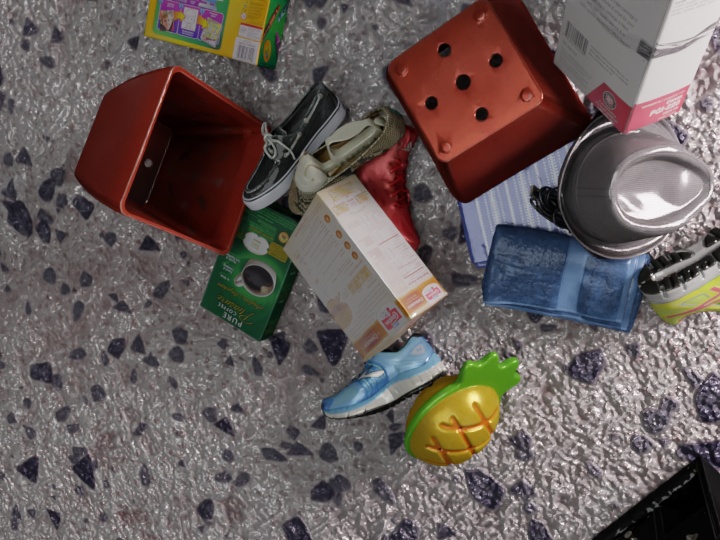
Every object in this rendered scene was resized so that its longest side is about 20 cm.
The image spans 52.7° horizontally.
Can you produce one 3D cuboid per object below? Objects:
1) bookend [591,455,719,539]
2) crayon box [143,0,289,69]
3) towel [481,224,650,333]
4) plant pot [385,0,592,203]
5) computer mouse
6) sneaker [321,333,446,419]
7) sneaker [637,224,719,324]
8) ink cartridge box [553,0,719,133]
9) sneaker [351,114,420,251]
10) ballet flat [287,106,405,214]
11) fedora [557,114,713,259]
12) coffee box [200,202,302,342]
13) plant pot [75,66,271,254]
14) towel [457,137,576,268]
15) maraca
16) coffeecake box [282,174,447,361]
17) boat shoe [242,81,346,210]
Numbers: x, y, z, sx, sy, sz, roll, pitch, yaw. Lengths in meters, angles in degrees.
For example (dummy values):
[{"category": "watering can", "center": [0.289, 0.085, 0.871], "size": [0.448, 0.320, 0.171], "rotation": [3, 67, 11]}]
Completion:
[{"category": "bookend", "center": [0.384, 0.358, 0.889], "size": [0.092, 0.199, 0.200], "rotation": [44, 111, 6]}, {"category": "crayon box", "center": [-0.210, -0.376, 1.056], "size": [0.200, 0.058, 0.119], "rotation": [19, 105, 16]}, {"category": "towel", "center": [0.260, 0.009, 0.939], "size": [0.200, 0.049, 0.112], "rotation": [12, 111, 12]}, {"category": "plant pot", "center": [0.141, -0.215, 0.881], "size": [0.200, 0.176, 0.200], "rotation": [-31, 83, 19]}, {"category": "computer mouse", "center": [0.292, -0.129, 0.890], "size": [0.138, 0.053, 0.200], "rotation": [32, 87, -21]}, {"category": "sneaker", "center": [0.027, 0.156, 1.066], "size": [0.200, 0.078, 0.090], "rotation": [-29, 72, 18]}, {"category": "sneaker", "center": [0.442, 0.003, 0.882], "size": [0.200, 0.078, 0.090], "rotation": [-23, 123, 13]}, {"category": "ink cartridge box", "center": [0.290, -0.272, 0.763], "size": [0.085, 0.200, 0.146], "rotation": [-22, 57, -11]}, {"category": "sneaker", "center": [0.046, -0.128, 0.996], "size": [0.115, 0.078, 0.200], "rotation": [-36, 87, 23]}, {"category": "ballet flat", "center": [-0.033, -0.151, 0.957], "size": [0.200, 0.075, 0.068], "rotation": [-35, 67, 15]}, {"category": "fedora", "center": [0.328, -0.096, 0.831], "size": [0.200, 0.090, 0.177], "rotation": [0, 99, -21]}, {"category": "coffee box", "center": [-0.158, -0.006, 1.109], "size": [0.123, 0.044, 0.200], "rotation": [27, 107, 16]}, {"category": "plant pot", "center": [-0.280, -0.159, 1.029], "size": [0.176, 0.200, 0.200], "rotation": [16, 84, 35]}, {"category": "towel", "center": [0.229, -0.093, 0.967], "size": [0.200, 0.024, 0.145], "rotation": [-13, 92, 20]}, {"category": "maraca", "center": [0.139, 0.189, 0.993], "size": [0.200, 0.137, 0.107], "rotation": [-55, 45, 20]}, {"category": "coffeecake box", "center": [0.000, 0.000, 0.974], "size": [0.200, 0.073, 0.154], "rotation": [53, 145, 9]}, {"category": "boat shoe", "center": [-0.105, -0.175, 1.013], "size": [0.199, 0.068, 0.074], "rotation": [-46, 42, 5]}]
